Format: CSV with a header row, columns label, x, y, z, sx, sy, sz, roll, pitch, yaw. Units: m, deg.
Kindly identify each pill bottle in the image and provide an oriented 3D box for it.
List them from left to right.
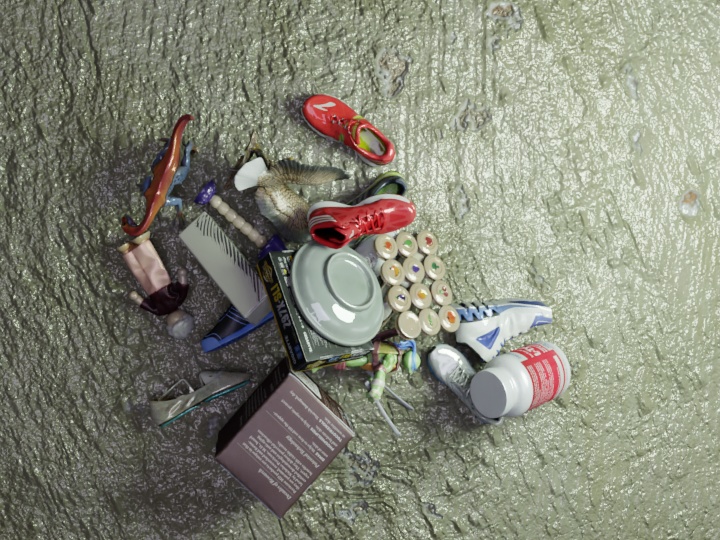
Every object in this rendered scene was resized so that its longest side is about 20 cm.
label,x,y,z,sx,sy,sz,roll,pitch,yaw
pill bottle,0.294,0.205,1.485,0.197,0.111,0.116,-12,97,-44

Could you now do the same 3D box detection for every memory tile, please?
label,x,y,z,sx,sy,sz,roll,pitch,yaw
memory tile,0.104,0.023,1.476,0.150,0.017,0.205,-5,72,-34

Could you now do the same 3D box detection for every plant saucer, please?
label,x,y,z,sx,sy,sz,roll,pitch,yaw
plant saucer,-0.028,0.027,1.376,0.197,0.050,0.204,23,51,-30

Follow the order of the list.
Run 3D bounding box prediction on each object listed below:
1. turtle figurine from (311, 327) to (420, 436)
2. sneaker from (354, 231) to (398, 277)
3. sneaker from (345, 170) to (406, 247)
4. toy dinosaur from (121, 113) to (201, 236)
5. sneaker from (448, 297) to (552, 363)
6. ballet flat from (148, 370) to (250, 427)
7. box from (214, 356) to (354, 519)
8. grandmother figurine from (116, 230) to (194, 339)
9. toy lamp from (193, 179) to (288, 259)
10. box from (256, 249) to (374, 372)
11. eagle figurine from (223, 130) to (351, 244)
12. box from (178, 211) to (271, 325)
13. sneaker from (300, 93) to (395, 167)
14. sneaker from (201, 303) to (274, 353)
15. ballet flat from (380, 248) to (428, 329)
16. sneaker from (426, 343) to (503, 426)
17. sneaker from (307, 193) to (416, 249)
label,x,y,z,sx,sy,sz,roll,pitch,yaw
turtle figurine,0.008,0.204,1.472,0.189,0.145,0.204,11,123,11
sneaker,0.000,0.000,1.496,0.200,0.071,0.073,-43,98,-2
sneaker,0.009,-0.110,1.484,0.074,0.081,0.200,45,88,-8
toy dinosaur,-0.361,-0.154,1.403,0.103,0.202,0.184,19,59,6
sneaker,0.265,0.118,1.543,0.194,0.081,0.119,-3,98,0
ballet flat,-0.299,0.220,1.478,0.196,0.067,0.063,-27,87,-5
box,-0.138,0.295,1.452,0.164,0.166,0.201,43,89,-9
grandmother figurine,-0.362,0.032,1.461,0.119,0.061,0.204,-22,101,22
toy lamp,-0.212,-0.082,1.470,0.199,0.058,0.058,42,88,-9
box,-0.077,0.062,1.379,0.157,0.049,0.204,-5,67,-45
eagle figurine,-0.132,-0.157,1.442,0.198,0.152,0.153,34,69,-4
box,-0.232,-0.003,1.425,0.068,0.082,0.200,-41,75,-4
sneaker,-0.016,-0.263,1.467,0.197,0.085,0.078,29,90,-9
sneaker,-0.216,0.075,1.480,0.197,0.070,0.079,-30,84,-5
ballet flat,0.068,0.039,1.511,0.069,0.069,0.201,39,88,-8
sneaker,0.208,0.219,1.534,0.200,0.087,0.075,45,90,-7
sneaker,0.004,-0.074,1.396,0.194,0.116,0.080,-8,118,1
